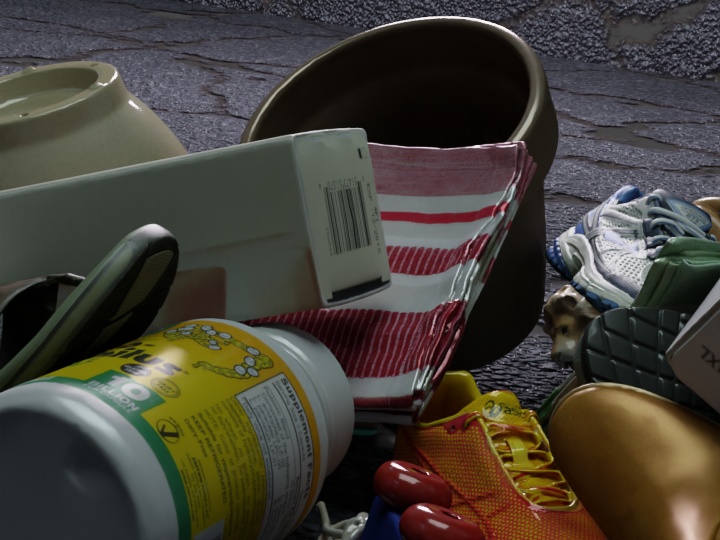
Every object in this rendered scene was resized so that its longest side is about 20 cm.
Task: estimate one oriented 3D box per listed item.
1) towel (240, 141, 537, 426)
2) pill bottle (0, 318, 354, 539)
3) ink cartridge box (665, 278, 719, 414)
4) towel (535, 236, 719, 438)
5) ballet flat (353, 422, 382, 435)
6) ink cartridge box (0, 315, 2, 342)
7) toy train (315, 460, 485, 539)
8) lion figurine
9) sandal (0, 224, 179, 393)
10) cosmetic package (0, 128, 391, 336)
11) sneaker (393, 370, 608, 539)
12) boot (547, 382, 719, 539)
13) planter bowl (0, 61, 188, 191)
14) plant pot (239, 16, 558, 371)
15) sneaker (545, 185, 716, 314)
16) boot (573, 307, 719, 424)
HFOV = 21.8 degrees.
[{"bbox_3d":[0.000,0.000,1.008,0.143,0.023,0.201,1,44,28],"label":"towel"},{"bbox_3d":[-0.083,0.084,0.832,0.112,0.114,0.200,12,16,25],"label":"pill bottle"},{"bbox_3d":[0.251,0.011,0.853,0.146,0.084,0.200,40,49,3],"label":"ink cartridge box"},{"bbox_3d":[0.173,0.049,0.974,0.152,0.200,0.023,-1,53,-28],"label":"towel"},{"bbox_3d":[-0.036,0.040,1.122,0.068,0.069,0.200,6,9,-36],"label":"ballet flat"},{"bbox_3d":[-0.297,0.051,0.918,0.199,0.045,0.176,-5,9,38],"label":"ink cartridge box"},{"bbox_3d":[0.047,0.135,0.782,0.115,0.085,0.200,20,4,-9],"label":"toy train"},{"bbox_3d":[0.205,0.009,1.179,0.123,0.200,0.072,47,33,16],"label":"lion figurine"},{"bbox_3d":[-0.165,0.042,0.849,0.057,0.201,0.080,54,17,8],"label":"sandal"},{"bbox_3d":[-0.097,-0.013,0.962,0.199,0.088,0.103,-9,4,23],"label":"cosmetic package"},{"bbox_3d":[0.066,0.103,0.895,0.073,0.078,0.200,-1,19,-28],"label":"sneaker"},{"bbox_3d":[0.139,0.119,0.759,0.201,0.071,0.144,40,17,19],"label":"boot"},{"bbox_3d":[-0.196,-0.051,1.186,0.199,0.136,0.200,-11,23,5],"label":"planter bowl"},{"bbox_3d":[0.040,-0.033,1.183,0.199,0.175,0.201,-13,40,11],"label":"plant pot"},{"bbox_3d":[0.168,-0.006,1.081,0.077,0.085,0.200,39,6,-19],"label":"sneaker"},{"bbox_3d":[0.165,0.084,0.933,0.199,0.068,0.131,19,-25,-23],"label":"boot"}]
